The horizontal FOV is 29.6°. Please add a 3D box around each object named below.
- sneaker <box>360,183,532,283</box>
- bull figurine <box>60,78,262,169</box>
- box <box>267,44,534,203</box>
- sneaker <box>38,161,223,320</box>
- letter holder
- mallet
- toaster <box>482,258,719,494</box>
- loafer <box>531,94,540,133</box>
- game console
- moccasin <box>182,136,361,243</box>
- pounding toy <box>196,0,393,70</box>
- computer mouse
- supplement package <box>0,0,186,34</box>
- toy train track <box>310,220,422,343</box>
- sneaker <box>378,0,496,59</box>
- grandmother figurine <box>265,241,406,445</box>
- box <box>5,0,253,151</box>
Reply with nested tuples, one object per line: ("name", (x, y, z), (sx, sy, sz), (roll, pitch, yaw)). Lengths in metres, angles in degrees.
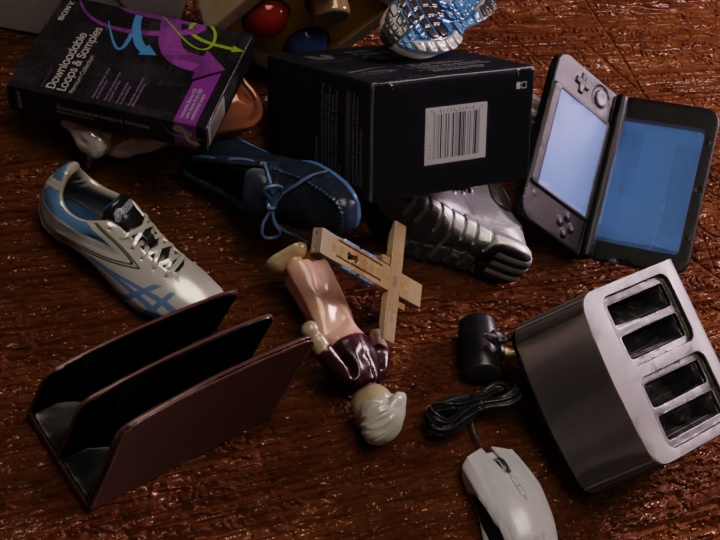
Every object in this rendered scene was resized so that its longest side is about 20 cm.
("sneaker", (0.087, -0.068, 1.423), (0.199, 0.075, 0.116), (25, 43, -22))
("bull figurine", (-0.198, -0.163, 1.336), (0.198, 0.065, 0.122), (-7, 56, -18))
("box", (0.037, -0.154, 1.362), (0.195, 0.119, 0.199), (-10, 21, -32))
("sneaker", (-0.205, -0.022, 1.235), (0.199, 0.073, 0.072), (36, 46, 0))
("letter holder", (-0.155, 0.088, 1.130), (0.199, 0.142, 0.101), (-24, 69, -37))
("mallet", (0.186, 0.103, 1.365), (0.198, 0.041, 0.066), (21, 49, -17))
("toaster", (0.253, 0.101, 1.313), (0.199, 0.118, 0.182), (-17, 79, -38))
("loafer", (0.180, -0.181, 1.547), (0.199, 0.070, 0.070), (27, 50, -9))
("game console", (0.277, -0.118, 1.469), (0.175, 0.116, 0.202), (31, 67, -36))
("moccasin", (-0.089, -0.069, 1.299), (0.199, 0.081, 0.068), (19, 30, 37))
("pounding toy", (-0.053, -0.295, 1.384), (0.184, 0.199, 0.143), (24, 40, -52))
("computer mouse", (0.135, 0.195, 1.262), (0.109, 0.044, 0.201), (-6, 59, -31))
("supplement package", (-0.273, -0.323, 1.367), (0.198, 0.156, 0.112), (7, 53, -22))
("toy train track", (0.000, 0.000, 1.273), (0.200, 0.032, 0.116), (29, 64, -58))
("sneaker", (0.065, -0.249, 1.389), (0.075, 0.086, 0.200), (60, 37, -4))
("grandmother figurine", (-0.014, 0.070, 1.273), (0.121, 0.061, 0.201), (-3, 59, -46))
("box", (-0.216, -0.190, 1.292), (0.198, 0.036, 0.144), (12, 48, 8))
